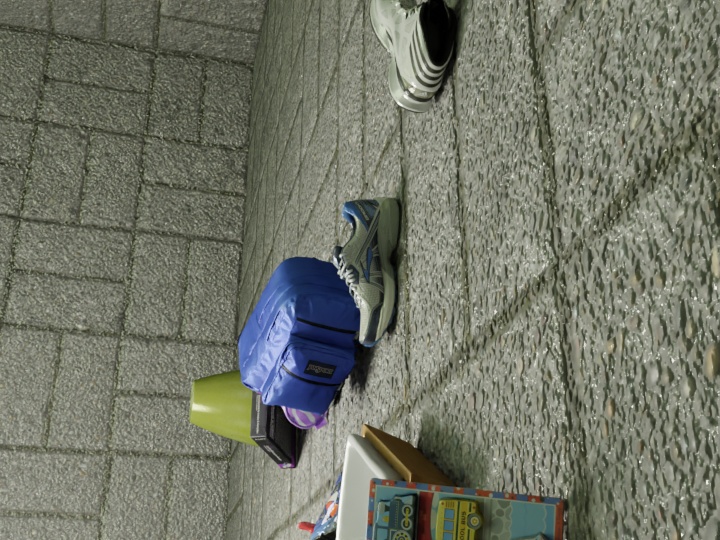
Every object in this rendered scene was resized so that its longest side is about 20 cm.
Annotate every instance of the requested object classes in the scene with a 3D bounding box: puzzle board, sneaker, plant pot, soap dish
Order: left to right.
[{"bbox_3d":[-0.281,0.302,2.009,0.187,0.198,0.189,-174,90,-77],"label":"plant pot"},{"bbox_3d":[-0.009,0.301,1.147,0.200,0.075,0.079,122,161,-46],"label":"sneaker"},{"bbox_3d":[0.000,0.000,1.179,0.077,0.084,0.202,139,134,-71],"label":"sneaker"},{"bbox_3d":[0.034,0.260,0.925,0.200,0.080,0.159,-164,80,-77],"label":"soap dish"},{"bbox_3d":[0.073,-0.299,1.065,0.116,0.075,0.202,127,140,-50],"label":"sneaker"},{"bbox_3d":[0.069,0.262,0.654,0.017,0.149,0.202,23,-111,-67],"label":"puzzle board"}]

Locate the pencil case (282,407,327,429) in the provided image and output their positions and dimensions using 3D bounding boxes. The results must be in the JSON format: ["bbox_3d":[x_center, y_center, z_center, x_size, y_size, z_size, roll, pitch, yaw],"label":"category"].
[{"bbox_3d":[-0.107,0.208,1.569,0.086,0.083,0.200,63,177,-15],"label":"pencil case"}]

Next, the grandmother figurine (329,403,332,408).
[{"bbox_3d":[-0.063,0.132,1.472,0.122,0.060,0.201,67,-166,-55],"label":"grandmother figurine"}]

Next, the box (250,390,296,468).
[{"bbox_3d":[-0.162,0.277,1.691,0.200,0.036,0.144,69,-163,-59],"label":"box"}]

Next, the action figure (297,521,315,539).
[{"bbox_3d":[-0.097,0.460,1.382,0.200,0.098,0.066,-144,60,-72],"label":"action figure"}]

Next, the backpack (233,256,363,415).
[{"bbox_3d":[-0.068,0.095,1.290,0.201,0.161,0.168,-63,31,26],"label":"backpack"}]
